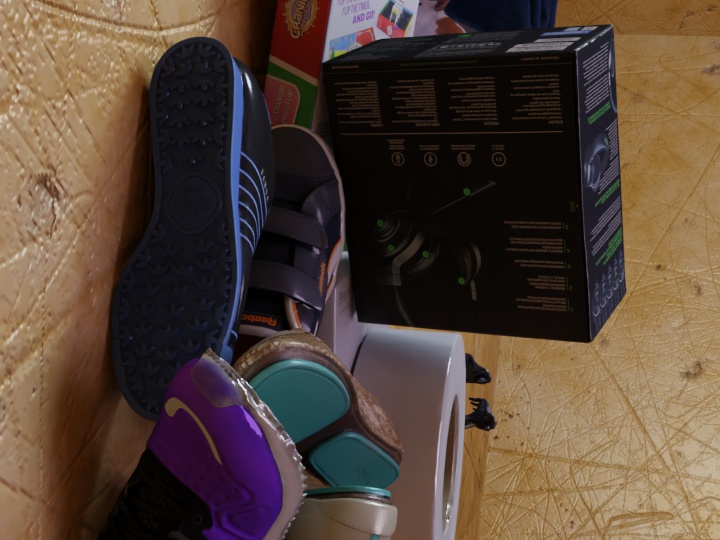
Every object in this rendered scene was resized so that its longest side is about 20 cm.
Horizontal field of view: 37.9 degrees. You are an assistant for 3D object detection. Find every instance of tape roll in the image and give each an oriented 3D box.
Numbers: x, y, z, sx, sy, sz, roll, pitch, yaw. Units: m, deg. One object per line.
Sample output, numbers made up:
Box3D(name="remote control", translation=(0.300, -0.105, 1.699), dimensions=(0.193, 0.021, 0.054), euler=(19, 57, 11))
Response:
Box3D(name="tape roll", translation=(0.036, 0.146, 0.807), dimensions=(0.202, 0.070, 0.203), euler=(4, 90, -80))

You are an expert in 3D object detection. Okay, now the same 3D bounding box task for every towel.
Box3D(name="towel", translation=(0.087, -0.271, 0.960), dimensions=(0.049, 0.200, 0.112), euler=(-48, 155, -18))

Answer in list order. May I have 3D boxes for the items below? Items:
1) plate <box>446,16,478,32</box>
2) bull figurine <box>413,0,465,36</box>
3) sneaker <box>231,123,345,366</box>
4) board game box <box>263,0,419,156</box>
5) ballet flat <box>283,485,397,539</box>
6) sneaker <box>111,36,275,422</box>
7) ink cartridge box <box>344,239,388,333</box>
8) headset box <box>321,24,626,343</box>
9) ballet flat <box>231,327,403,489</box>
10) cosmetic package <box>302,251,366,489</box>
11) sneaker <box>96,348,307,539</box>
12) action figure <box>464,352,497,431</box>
Box3D(name="plate", translation=(0.102, -0.168, 1.042), dimensions=(0.032, 0.199, 0.200), euler=(-56, 164, -19))
Box3D(name="bull figurine", translation=(0.084, -0.144, 0.927), dimensions=(0.200, 0.065, 0.122), euler=(48, 59, -22))
Box3D(name="sneaker", translation=(-0.055, 0.004, 0.655), dimensions=(0.079, 0.078, 0.201), euler=(24, 73, -83))
Box3D(name="board game box", translation=(-0.010, -0.161, 0.750), dimensions=(0.153, 0.040, 0.201), euler=(-21, 124, -63))
Box3D(name="ballet flat", translation=(-0.044, 0.156, 0.608), dimensions=(0.200, 0.069, 0.070), euler=(-20, -120, 63))
Box3D(name="sneaker", translation=(-0.079, -0.018, 0.558), dimensions=(0.078, 0.070, 0.201), euler=(36, 59, -70))
Box3D(name="ink cartridge box", translation=(0.000, 0.000, 0.945), dimensions=(0.200, 0.059, 0.104), euler=(-34, 127, -75))
Box3D(name="headset box", translation=(0.081, -0.053, 0.704), dimensions=(0.093, 0.173, 0.201), euler=(-37, 124, -54))
Box3D(name="ballet flat", translation=(-0.031, 0.072, 0.591), dimensions=(0.065, 0.070, 0.200), euler=(63, 2, 33))
Box3D(name="cosmetic package", translation=(-0.039, 0.093, 0.772), dimensions=(0.101, 0.071, 0.201), euler=(-48, 140, -70))
Box3D(name="sneaker", translation=(-0.088, 0.125, 0.496), dimensions=(0.099, 0.070, 0.201), euler=(-30, 150, -31))
Box3D(name="action figure", translation=(0.040, 0.164, 1.054), dimensions=(0.102, 0.199, 0.119), euler=(-7, -75, 66))
